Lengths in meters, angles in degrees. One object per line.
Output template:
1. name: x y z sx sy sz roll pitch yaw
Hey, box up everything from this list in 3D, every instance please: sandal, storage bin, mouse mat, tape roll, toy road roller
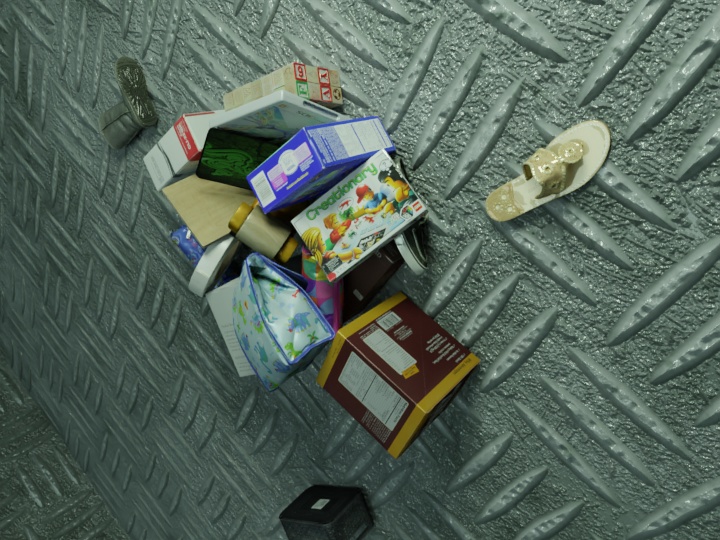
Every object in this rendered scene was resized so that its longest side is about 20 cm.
1. sandal: 0.257 -0.128 0.796 0.211 0.069 0.078 -37 84 42
2. storage bin: -0.083 0.600 1.337 0.198 0.135 0.095 -18 97 42
3. mouse mat: -0.207 -0.201 1.072 0.161 0.197 0.008 134 142 -54
4. tape roll: -0.305 -0.035 1.213 0.037 0.204 0.203 31 130 -6
5. toy road roller: -0.164 -0.100 1.055 0.122 0.147 0.200 35 175 -11

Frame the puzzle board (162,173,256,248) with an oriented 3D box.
1. puzzle board: -0.283 -0.149 1.151 0.151 0.199 0.017 51 150 10

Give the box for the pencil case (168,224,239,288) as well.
1. pencil case: -0.378 -0.031 1.353 0.201 0.078 0.087 50 154 10

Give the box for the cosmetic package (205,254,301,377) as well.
1. cosmetic package: -0.196 0.098 1.200 0.163 0.164 0.203 -15 99 41

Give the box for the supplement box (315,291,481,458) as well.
1. supplement box: 0.068 0.178 0.995 0.199 0.196 0.134 40 129 20

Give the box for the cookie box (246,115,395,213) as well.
1. cookie box: -0.065 -0.184 0.951 0.170 0.199 0.076 -27 90 42

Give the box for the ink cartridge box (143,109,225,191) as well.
1. ink cartridge box: -0.351 -0.256 1.192 0.199 0.144 0.085 -26 90 42

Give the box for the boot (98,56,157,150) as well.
1. boot: -0.598 -0.413 1.391 0.198 0.072 0.185 -4 104 47

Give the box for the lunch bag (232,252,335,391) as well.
1. lunch bag: -0.156 0.087 0.991 0.201 0.127 0.170 52 144 10

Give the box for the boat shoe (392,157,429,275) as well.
1. boat shoe: 0.082 -0.093 0.954 0.063 0.071 0.202 -21 95 19

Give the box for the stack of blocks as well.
1. stack of blocks: -0.144 -0.312 1.013 0.198 0.114 0.060 -5 95 40

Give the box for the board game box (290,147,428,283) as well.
1. board game box: -0.003 -0.089 0.923 0.199 0.035 0.127 -37 79 9

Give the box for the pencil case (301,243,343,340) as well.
1. pencil case: -0.069 0.039 1.031 0.088 0.088 0.203 21 124 31

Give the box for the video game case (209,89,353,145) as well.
1. video game case: -0.139 -0.261 0.996 0.198 0.181 0.022 -4 84 40

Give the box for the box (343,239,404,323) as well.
1. box: 0.000 0.000 1.062 0.100 0.075 0.201 48 129 13
